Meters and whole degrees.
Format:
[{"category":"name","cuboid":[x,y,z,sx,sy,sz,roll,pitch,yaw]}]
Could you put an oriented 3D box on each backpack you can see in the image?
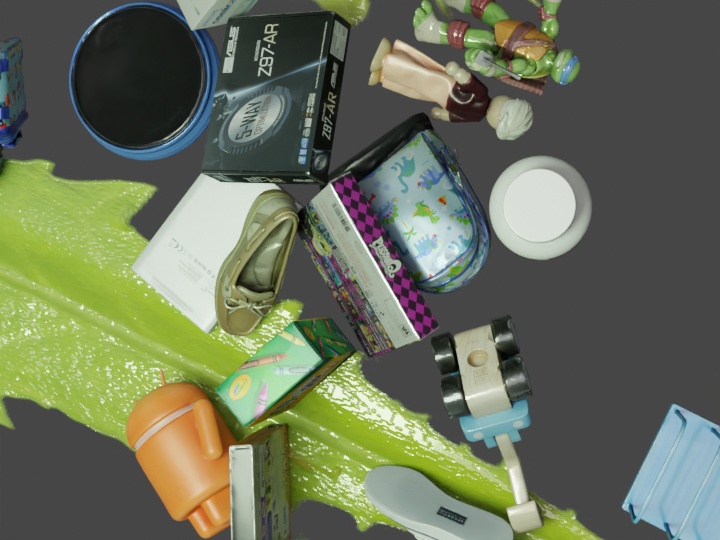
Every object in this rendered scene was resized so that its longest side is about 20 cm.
[{"category":"backpack","cuboid":[-0.488,-0.184,1.463,0.133,0.183,0.202,-1,104,-7]},{"category":"backpack","cuboid":[0.068,-0.064,1.388,0.162,0.154,0.201,-33,96,2]}]

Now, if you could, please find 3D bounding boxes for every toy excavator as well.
[{"category":"toy excavator","cuboid":[0.167,0.183,1.387,0.099,0.201,0.196,-18,46,10]}]

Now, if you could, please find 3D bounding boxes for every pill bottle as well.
[{"category":"pill bottle","cuboid":[0.203,-0.068,1.323,0.111,0.200,0.114,0,90,10]}]

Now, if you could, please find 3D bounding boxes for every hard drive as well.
[{"category":"hard drive","cuboid":[-0.179,-0.041,1.479,0.132,0.027,0.201,39,97,8]}]

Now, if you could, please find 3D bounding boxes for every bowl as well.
[{"category":"bowl","cuboid":[-0.274,-0.242,1.490,0.198,0.039,0.203,0,90,10]}]

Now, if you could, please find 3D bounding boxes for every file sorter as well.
[{"category":"file sorter","cuboid":[0.416,0.261,1.324,0.199,0.123,0.140,26,94,10]}]

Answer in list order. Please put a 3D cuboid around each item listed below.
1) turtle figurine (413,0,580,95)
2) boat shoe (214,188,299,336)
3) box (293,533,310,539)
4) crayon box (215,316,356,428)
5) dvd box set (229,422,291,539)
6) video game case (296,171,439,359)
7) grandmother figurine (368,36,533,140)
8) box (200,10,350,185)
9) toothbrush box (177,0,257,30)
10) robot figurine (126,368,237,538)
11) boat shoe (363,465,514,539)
[{"category":"turtle figurine","cuboid":[0.161,-0.292,1.343,0.193,0.200,0.145,26,99,25]},{"category":"boat shoe","cuboid":[-0.123,0.002,1.419,0.073,0.063,0.202,14,117,-26]},{"category":"box","cuboid":[-0.095,0.442,1.376,0.130,0.199,0.201,35,96,8]},{"category":"crayon box","cuboid":[-0.082,0.115,1.374,0.119,0.200,0.058,-41,83,8]},{"category":"dvd box set","cuboid":[-0.115,0.263,1.379,0.029,0.200,0.148,-2,90,8]},{"category":"video game case","cuboid":[0.000,0.000,1.367,0.036,0.181,0.201,-30,89,-21]},{"category":"grandmother figurine","cuboid":[0.110,-0.211,1.386,0.199,0.121,0.061,24,81,5]},{"category":"box","cuboid":[-0.102,-0.206,1.415,0.159,0.043,0.202,5,81,31]},{"category":"toothbrush box","cuboid":[-0.185,-0.415,1.414,0.146,0.085,0.201,-34,80,52]},{"category":"robot figurine","cuboid":[-0.208,0.221,1.435,0.116,0.144,0.201,-34,77,-6]},{"category":"boat shoe","cuboid":[0.089,0.304,1.409,0.199,0.074,0.066,26,137,27]}]
